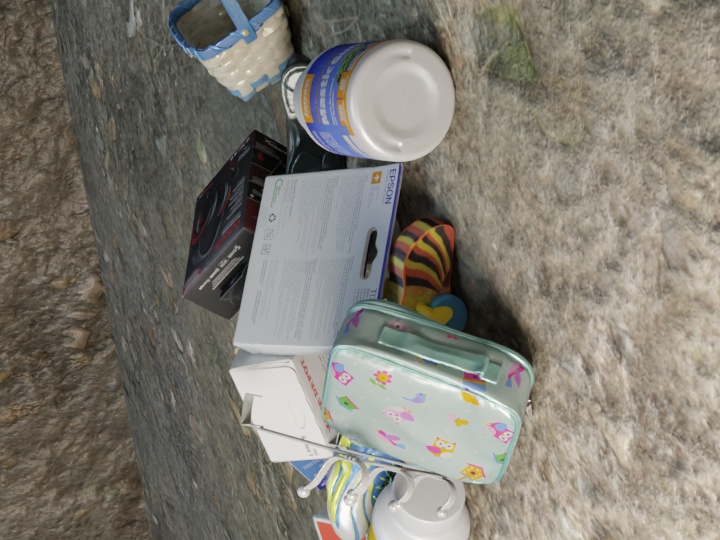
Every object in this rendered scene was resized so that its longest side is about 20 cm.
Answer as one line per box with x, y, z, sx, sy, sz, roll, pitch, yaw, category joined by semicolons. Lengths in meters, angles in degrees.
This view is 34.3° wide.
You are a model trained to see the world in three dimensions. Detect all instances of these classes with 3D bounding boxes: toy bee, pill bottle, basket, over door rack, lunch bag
0.054;0.055;1.180;0.131;0.107;0.203;-14;91;67;toy bee
0.063;0.302;1.314;0.202;0.111;0.113;99;149;-46;pill bottle
0.003;-0.168;1.153;0.199;0.111;0.114;18;121;65;pill bottle
-0.172;-0.326;1.430;0.200;0.139;0.177;52;179;-43;basket
-0.018;0.198;1.192;0.199;0.147;0.067;23;91;47;over door rack
0.066;0.113;1.098;0.162;0.197;0.078;99;-167;-48;lunch bag

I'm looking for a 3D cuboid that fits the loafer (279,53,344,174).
-0.058;-0.161;1.395;0.063;0.071;0.203;-99;4;-60;loafer

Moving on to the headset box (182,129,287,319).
-0.148;-0.050;1.449;0.149;0.074;0.202;-43;32;37;headset box

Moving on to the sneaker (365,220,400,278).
0.000;0.000;1.348;0.100;0.077;0.203;-123;35;-53;sneaker

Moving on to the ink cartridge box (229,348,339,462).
-0.069;0.104;1.378;0.201;0.083;0.146;-71;-34;-52;ink cartridge box

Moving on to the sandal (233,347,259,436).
-0.132;0.101;1.461;0.077;0.069;0.215;-19;54;34;sandal

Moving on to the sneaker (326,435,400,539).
0.021;0.226;1.362;0.104;0.075;0.203;9;91;50;sneaker

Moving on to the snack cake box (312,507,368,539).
0.023;0.396;1.484;0.114;0.067;0.203;-3;107;54;snack cake box

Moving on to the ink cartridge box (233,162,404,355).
-0.037;-0.009;1.240;0.198;0.040;0.203;-1;72;39;ink cartridge box

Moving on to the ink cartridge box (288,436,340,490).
-0.072;0.197;1.554;0.201;0.076;0.137;56;-173;-50;ink cartridge box
